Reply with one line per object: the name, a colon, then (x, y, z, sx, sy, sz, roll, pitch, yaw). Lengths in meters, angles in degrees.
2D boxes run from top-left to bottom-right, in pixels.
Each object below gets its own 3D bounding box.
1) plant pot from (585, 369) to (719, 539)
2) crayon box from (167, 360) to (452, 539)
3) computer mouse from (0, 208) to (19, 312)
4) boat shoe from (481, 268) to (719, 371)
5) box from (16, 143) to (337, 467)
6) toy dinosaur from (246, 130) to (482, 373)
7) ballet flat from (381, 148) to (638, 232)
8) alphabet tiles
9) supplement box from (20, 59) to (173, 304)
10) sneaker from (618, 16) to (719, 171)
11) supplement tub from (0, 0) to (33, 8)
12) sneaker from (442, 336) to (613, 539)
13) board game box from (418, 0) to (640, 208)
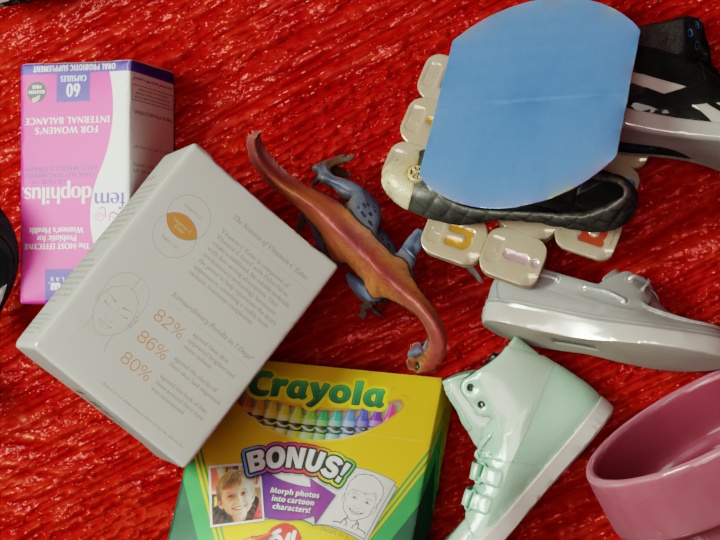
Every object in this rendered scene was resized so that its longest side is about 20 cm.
plant pot: (0.292, 0.180, 1.384, 0.199, 0.200, 0.179, -27, 96, 14)
crayon box: (-0.040, 0.165, 1.511, 0.199, 0.058, 0.173, 5, 67, 16)
computer mouse: (-0.325, 0.002, 1.591, 0.141, 0.046, 0.201, 60, 141, 46)
boat shoe: (0.196, 0.032, 1.475, 0.199, 0.072, 0.069, 8, 74, 25)
box: (-0.144, 0.027, 1.476, 0.152, 0.106, 0.200, 41, 78, -13)
toy dinosaur: (0.000, 0.000, 1.495, 0.105, 0.199, 0.182, -55, 43, 23)
ballet flat: (0.114, -0.069, 1.451, 0.199, 0.057, 0.067, 5, 72, 9)
alphabet tiles: (0.125, -0.090, 1.494, 0.195, 0.015, 0.201, 19, 76, 12)
supplement box: (-0.219, -0.070, 1.581, 0.101, 0.103, 0.201, -1, 89, 15)
sneaker: (0.277, -0.138, 1.453, 0.199, 0.073, 0.112, 12, 72, 2)
supplement tub: (-0.271, -0.291, 1.593, 0.199, 0.122, 0.123, -10, 85, 16)
sneaker: (0.092, 0.147, 1.491, 0.118, 0.074, 0.201, 40, 89, 5)
board game box: (0.136, -0.120, 1.444, 0.157, 0.039, 0.201, -2, 56, 26)
